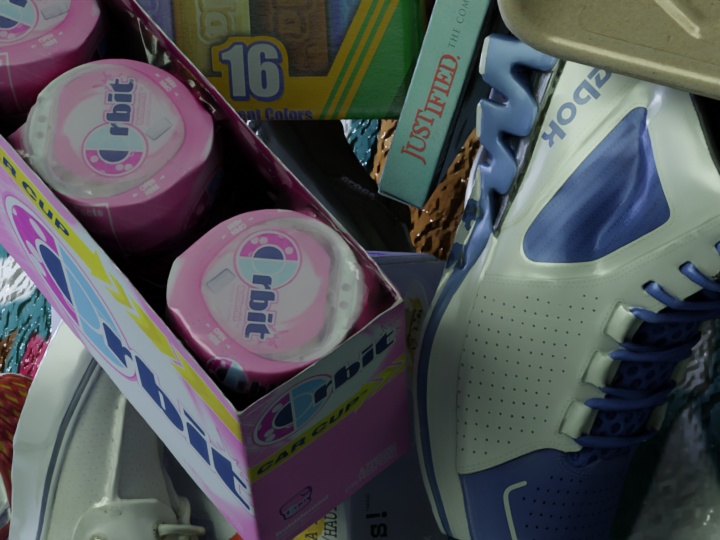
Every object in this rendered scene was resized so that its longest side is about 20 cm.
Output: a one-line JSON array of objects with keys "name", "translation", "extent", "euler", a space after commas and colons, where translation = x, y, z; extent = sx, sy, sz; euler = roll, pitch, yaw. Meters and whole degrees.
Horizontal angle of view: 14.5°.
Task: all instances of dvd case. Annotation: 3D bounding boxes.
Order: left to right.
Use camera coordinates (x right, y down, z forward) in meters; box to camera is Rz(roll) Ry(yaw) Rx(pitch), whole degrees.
[{"name": "dvd case", "translation": [0.064, -0.130, 0.979], "extent": [0.200, 0.022, 0.146], "euler": [-55, -13, -51]}]

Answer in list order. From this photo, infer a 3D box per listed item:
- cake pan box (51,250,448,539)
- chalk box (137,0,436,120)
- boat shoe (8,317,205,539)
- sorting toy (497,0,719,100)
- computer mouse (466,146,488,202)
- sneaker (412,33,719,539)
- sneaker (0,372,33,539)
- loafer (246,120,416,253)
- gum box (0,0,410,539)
[{"name": "cake pan box", "translation": [-0.045, 0.089, 1.035], "extent": [0.184, 0.052, 0.201], "euler": [7, 98, 51]}, {"name": "chalk box", "translation": [-0.032, -0.166, 1.021], "extent": [0.125, 0.123, 0.201], "euler": [-66, -25, -67]}, {"name": "boat shoe", "translation": [-0.087, 0.099, 1.008], "extent": [0.070, 0.071, 0.201], "euler": [19, 105, 19]}, {"name": "sorting toy", "translation": [0.165, -0.117, 0.855], "extent": [0.199, 0.037, 0.186], "euler": [19, 66, 21]}, {"name": "computer mouse", "translation": [0.124, -0.036, 0.961], "extent": [0.199, 0.044, 0.110], "euler": [-8, 68, 39]}, {"name": "sneaker", "translation": [0.089, 0.002, 0.888], "extent": [0.115, 0.080, 0.201], "euler": [14, 99, 40]}, {"name": "sneaker", "translation": [-0.164, 0.144, 1.191], "extent": [0.077, 0.073, 0.201], "euler": [-37, 36, 61]}, {"name": "loafer", "translation": [0.000, 0.000, 1.069], "extent": [0.075, 0.069, 0.201], "euler": [-51, 55, 39]}, {"name": "gum box", "translation": [-0.070, -0.017, 0.914], "extent": [0.066, 0.114, 0.200], "euler": [-36, 67, -15]}]
